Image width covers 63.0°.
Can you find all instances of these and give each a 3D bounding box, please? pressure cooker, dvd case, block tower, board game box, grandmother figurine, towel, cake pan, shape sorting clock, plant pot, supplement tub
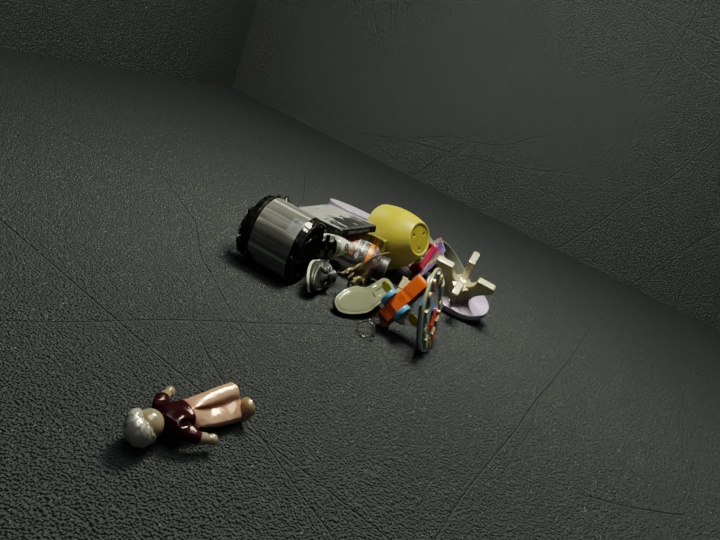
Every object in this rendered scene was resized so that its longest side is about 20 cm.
[{"bbox_3d":[-0.209,-0.093,1.486,0.197,0.181,0.176,27,23,11],"label":"pressure cooker"},{"bbox_3d":[-0.074,-0.146,1.691,0.198,0.025,0.149,27,25,36],"label":"dvd case"},{"bbox_3d":[0.116,0.077,1.601,0.057,0.055,0.200,25,20,4],"label":"block tower"},{"bbox_3d":[0.189,-0.045,1.839,0.039,0.158,0.201,44,16,-13],"label":"board game box"},{"bbox_3d":[-0.252,0.206,0.847,0.120,0.062,0.199,24,15,31],"label":"grandmother figurine"},{"bbox_3d":[-0.019,-0.087,1.748,0.197,0.088,0.018,25,16,20],"label":"towel"},{"bbox_3d":[0.297,0.001,1.889,0.201,0.036,0.202,48,23,-28],"label":"cake pan"},{"bbox_3d":[0.172,0.095,1.402,0.038,0.204,0.200,13,16,16],"label":"shape sorting clock"},{"bbox_3d":[0.126,-0.096,1.779,0.140,0.205,0.198,7,4,42],"label":"plant pot"},{"bbox_3d":[-0.016,-0.041,1.676,0.197,0.109,0.107,23,19,2],"label":"supplement tub"}]

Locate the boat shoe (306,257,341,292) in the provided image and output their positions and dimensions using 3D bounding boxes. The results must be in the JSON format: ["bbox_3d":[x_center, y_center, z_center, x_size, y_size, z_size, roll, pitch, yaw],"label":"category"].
[{"bbox_3d":[-0.090,0.011,1.501,0.065,0.076,0.199,3,8,9],"label":"boat shoe"}]

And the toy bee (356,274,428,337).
[{"bbox_3d":[0.076,0.089,1.427,0.196,0.133,0.109,-17,-18,-4],"label":"toy bee"}]

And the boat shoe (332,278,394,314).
[{"bbox_3d":[0.002,0.075,1.482,0.198,0.067,0.073,-16,79,-45],"label":"boat shoe"}]

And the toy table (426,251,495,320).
[{"bbox_3d":[0.293,0.043,1.704,0.196,0.118,0.186,20,50,4],"label":"toy table"}]

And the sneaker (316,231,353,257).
[{"bbox_3d":[-0.102,-0.068,1.595,0.198,0.076,0.088,16,9,43],"label":"sneaker"}]

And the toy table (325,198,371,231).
[{"bbox_3d":[-0.032,-0.136,1.871,0.197,0.119,0.184,22,13,-16],"label":"toy table"}]

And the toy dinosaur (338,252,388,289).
[{"bbox_3d":[0.000,0.000,1.520,0.100,0.201,0.058,-34,77,-29],"label":"toy dinosaur"}]
